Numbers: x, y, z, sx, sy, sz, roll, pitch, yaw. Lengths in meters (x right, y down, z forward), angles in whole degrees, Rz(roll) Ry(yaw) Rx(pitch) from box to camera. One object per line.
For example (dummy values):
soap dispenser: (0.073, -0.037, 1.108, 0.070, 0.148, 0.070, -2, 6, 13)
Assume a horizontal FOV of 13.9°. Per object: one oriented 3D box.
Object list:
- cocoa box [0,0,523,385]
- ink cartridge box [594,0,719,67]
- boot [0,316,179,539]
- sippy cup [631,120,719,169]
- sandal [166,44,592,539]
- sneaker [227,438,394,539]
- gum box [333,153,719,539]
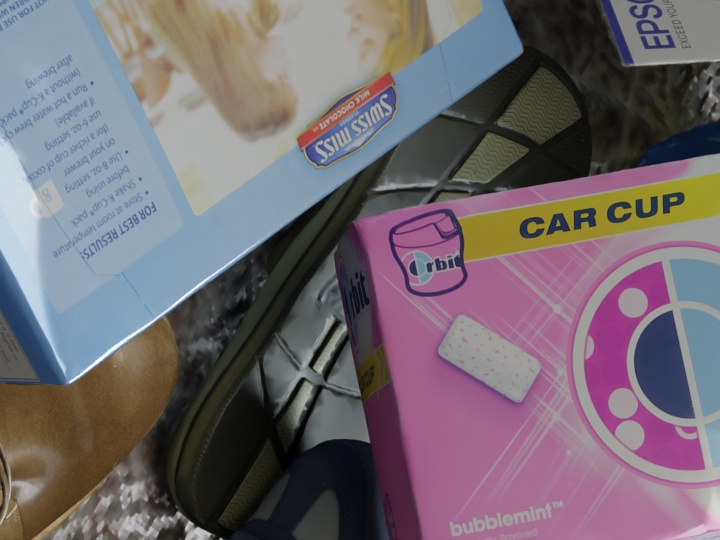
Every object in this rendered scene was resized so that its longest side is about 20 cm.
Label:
cocoa box: (-0.077, -0.071, 0.886, 0.200, 0.131, 0.134, -37, 111, -31)
ink cartridge box: (0.165, -0.113, 1.013, 0.199, 0.198, 0.047, -5, 127, -6)
boot: (-0.121, 0.066, 0.888, 0.200, 0.075, 0.074, -33, 106, -33)
sippy cup: (0.155, -0.003, 1.038, 0.130, 0.178, 0.140, -5, 122, -50)
sandal: (-0.001, 0.000, 0.993, 0.201, 0.057, 0.080, -48, 122, -11)
sneaker: (-0.056, 0.135, 0.925, 0.082, 0.070, 0.201, 31, 80, -31)
gum box: (0.101, 0.027, 0.915, 0.199, 0.066, 0.114, -10, 82, -9)
